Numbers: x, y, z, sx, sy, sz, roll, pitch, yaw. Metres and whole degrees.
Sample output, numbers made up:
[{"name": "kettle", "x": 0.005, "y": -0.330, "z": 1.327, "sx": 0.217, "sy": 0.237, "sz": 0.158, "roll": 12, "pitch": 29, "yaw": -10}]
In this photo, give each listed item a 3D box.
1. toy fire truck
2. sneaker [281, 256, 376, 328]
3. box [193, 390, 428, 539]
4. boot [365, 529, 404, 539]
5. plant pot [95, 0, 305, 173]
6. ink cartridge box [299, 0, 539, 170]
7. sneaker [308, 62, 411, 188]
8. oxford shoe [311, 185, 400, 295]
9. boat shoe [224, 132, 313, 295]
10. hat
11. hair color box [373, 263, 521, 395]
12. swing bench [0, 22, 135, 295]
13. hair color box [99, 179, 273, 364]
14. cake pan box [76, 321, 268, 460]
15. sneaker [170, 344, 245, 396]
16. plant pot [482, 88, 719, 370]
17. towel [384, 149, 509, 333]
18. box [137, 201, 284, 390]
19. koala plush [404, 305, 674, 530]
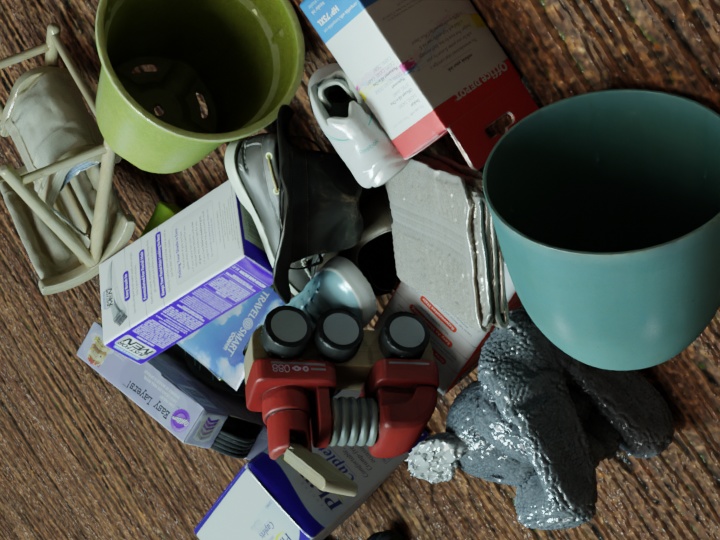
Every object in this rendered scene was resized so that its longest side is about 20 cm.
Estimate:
[{"name": "toy fire truck", "x": -0.011, "y": 0.135, "z": 1.384, "sx": 0.129, "sy": 0.175, "sz": 0.201, "roll": 113, "pitch": 156, "yaw": -54}, {"name": "sneaker", "x": -0.047, "y": 0.054, "z": 1.482, "sx": 0.074, "sy": 0.082, "sz": 0.200, "roll": 47, "pitch": 152, "yaw": 3}, {"name": "box", "x": -0.055, "y": 0.230, "z": 1.633, "sx": 0.105, "sy": 0.200, "sz": 0.184, "roll": 47, "pitch": 141, "yaw": 8}, {"name": "boot", "x": -0.027, "y": 0.356, "z": 1.797, "sx": 0.167, "sy": 0.076, "sz": 0.201, "roll": 22, "pitch": 138, "yaw": 27}, {"name": "plant pot", "x": -0.176, "y": -0.185, "z": 1.476, "sx": 0.201, "sy": 0.200, "sz": 0.184, "roll": 52, "pitch": 152, "yaw": 1}, {"name": "ink cartridge box", "x": 0.055, "y": -0.177, "z": 1.288, "sx": 0.201, "sy": 0.116, "sz": 0.067, "roll": 56, "pitch": 140, "yaw": -3}, {"name": "sneaker", "x": -0.012, "y": -0.151, "z": 1.351, "sx": 0.080, "sy": 0.070, "sz": 0.201, "roll": 50, "pitch": -175, "yaw": -31}, {"name": "oxford shoe", "x": 0.000, "y": 0.000, "z": 1.489, "sx": 0.201, "sy": 0.072, "sz": 0.085, "roll": 110, "pitch": 148, "yaw": -49}, {"name": "boat shoe", "x": -0.065, "y": -0.049, "z": 1.535, "sx": 0.060, "sy": 0.072, "sz": 0.202, "roll": -11, "pitch": 122, "yaw": 34}, {"name": "hat", "x": -0.037, "y": -0.059, "z": 1.395, "sx": 0.080, "sy": 0.201, "sz": 0.202, "roll": 2, "pitch": 129, "yaw": -1}, {"name": "hair color box", "x": 0.096, "y": 0.019, "z": 1.437, "sx": 0.101, "sy": 0.061, "sz": 0.200, "roll": 44, "pitch": 139, "yaw": 12}, {"name": "swing bench", "x": -0.336, "y": -0.120, "z": 1.654, "sx": 0.199, "sy": 0.129, "sz": 0.201, "roll": 57, "pitch": 162, "yaw": 37}, {"name": "hair color box", "x": -0.183, "y": 0.002, "z": 1.599, "sx": 0.199, "sy": 0.110, "sz": 0.065, "roll": -29, "pitch": 139, "yaw": 23}, {"name": "cake pan box", "x": -0.200, "y": 0.143, "z": 1.736, "sx": 0.199, "sy": 0.184, "sz": 0.053, "roll": 33, "pitch": 94, "yaw": 29}, {"name": "sneaker", "x": -0.178, "y": 0.072, "z": 1.740, "sx": 0.199, "sy": 0.075, "sz": 0.080, "roll": 31, "pitch": 119, "yaw": 10}, {"name": "plant pot", "x": 0.205, "y": -0.020, "z": 1.203, "sx": 0.200, "sy": 0.201, "sz": 0.162, "roll": 21, "pitch": 142, "yaw": 33}, {"name": "towel", "x": 0.068, "y": -0.032, "z": 1.310, "sx": 0.200, "sy": 0.034, "sz": 0.134, "roll": -149, "pitch": 50, "yaw": -65}, {"name": "box", "x": -0.171, "y": 0.028, "z": 1.678, "sx": 0.200, "sy": 0.048, "sz": 0.122, "roll": 36, "pitch": 103, "yaw": 21}, {"name": "koala plush", "x": 0.146, "y": 0.135, "z": 1.397, "sx": 0.185, "sy": 0.177, "sz": 0.200, "roll": 58, "pitch": 146, "yaw": -1}]
